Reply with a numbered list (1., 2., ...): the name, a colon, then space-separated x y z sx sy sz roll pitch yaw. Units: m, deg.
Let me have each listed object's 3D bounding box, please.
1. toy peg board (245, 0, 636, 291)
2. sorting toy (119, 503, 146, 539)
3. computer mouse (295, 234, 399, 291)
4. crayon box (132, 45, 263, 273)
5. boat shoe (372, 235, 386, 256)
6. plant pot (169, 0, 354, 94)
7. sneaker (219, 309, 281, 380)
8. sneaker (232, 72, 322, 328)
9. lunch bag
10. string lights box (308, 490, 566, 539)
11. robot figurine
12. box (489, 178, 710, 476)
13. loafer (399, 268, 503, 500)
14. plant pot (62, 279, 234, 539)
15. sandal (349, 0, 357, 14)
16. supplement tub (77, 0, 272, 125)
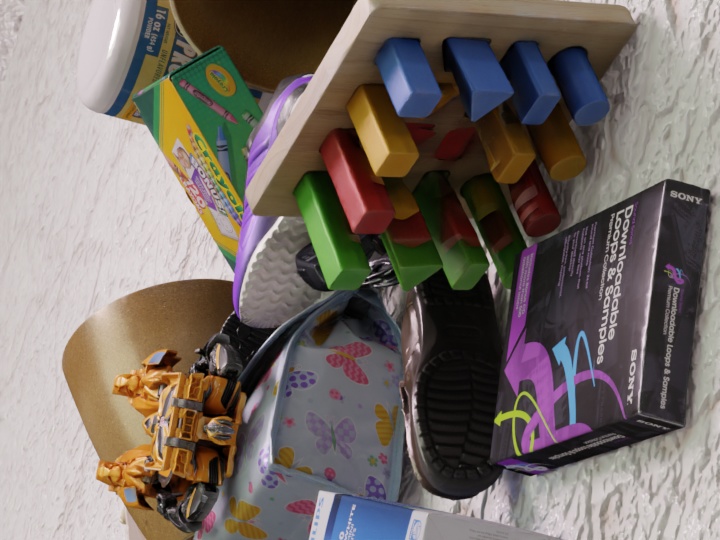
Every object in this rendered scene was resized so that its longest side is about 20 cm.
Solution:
1. toy peg board: 0.063 -0.071 1.483 0.199 0.200 0.098 -56 46 43
2. sorting toy: -0.175 0.255 2.052 0.200 0.107 0.180 -104 27 -54
3. computer mouse: 0.000 0.000 1.660 0.034 0.059 0.200 63 169 -13
4. crayon box: -0.105 -0.082 1.963 0.200 0.058 0.119 60 160 -6
5. boat shoe: 0.025 -0.041 1.734 0.200 0.070 0.066 -163 80 -71
6. plant pot: -0.048 -0.283 1.982 0.186 0.186 0.200 -56 12 44
7. sneaker: -0.056 0.010 1.859 0.104 0.060 0.200 48 -116 -82
8. sneaker: -0.058 -0.058 1.783 0.100 0.069 0.200 40 117 57
9. lunch bag: -0.045 0.125 1.728 0.170 0.127 0.200 -55 17 45
10. string lights box: 0.046 0.180 1.456 0.200 0.103 0.059 175 108 -71
11. robot figurine: -0.139 0.119 1.717 0.200 0.058 0.145 164 117 -68
12. box: 0.140 0.038 1.397 0.200 0.036 0.143 151 130 -63
13. loafer: 0.062 0.080 1.555 0.200 0.073 0.071 -88 12 -45
14. plant pot: -0.132 0.142 1.894 0.186 0.186 0.200 -55 42 45
15. sandal: 0.012 -0.157 1.885 0.082 0.054 0.200 -92 10 -53
16. supplement tub: -0.143 -0.191 2.106 0.145 0.200 0.145 -166 90 -71
